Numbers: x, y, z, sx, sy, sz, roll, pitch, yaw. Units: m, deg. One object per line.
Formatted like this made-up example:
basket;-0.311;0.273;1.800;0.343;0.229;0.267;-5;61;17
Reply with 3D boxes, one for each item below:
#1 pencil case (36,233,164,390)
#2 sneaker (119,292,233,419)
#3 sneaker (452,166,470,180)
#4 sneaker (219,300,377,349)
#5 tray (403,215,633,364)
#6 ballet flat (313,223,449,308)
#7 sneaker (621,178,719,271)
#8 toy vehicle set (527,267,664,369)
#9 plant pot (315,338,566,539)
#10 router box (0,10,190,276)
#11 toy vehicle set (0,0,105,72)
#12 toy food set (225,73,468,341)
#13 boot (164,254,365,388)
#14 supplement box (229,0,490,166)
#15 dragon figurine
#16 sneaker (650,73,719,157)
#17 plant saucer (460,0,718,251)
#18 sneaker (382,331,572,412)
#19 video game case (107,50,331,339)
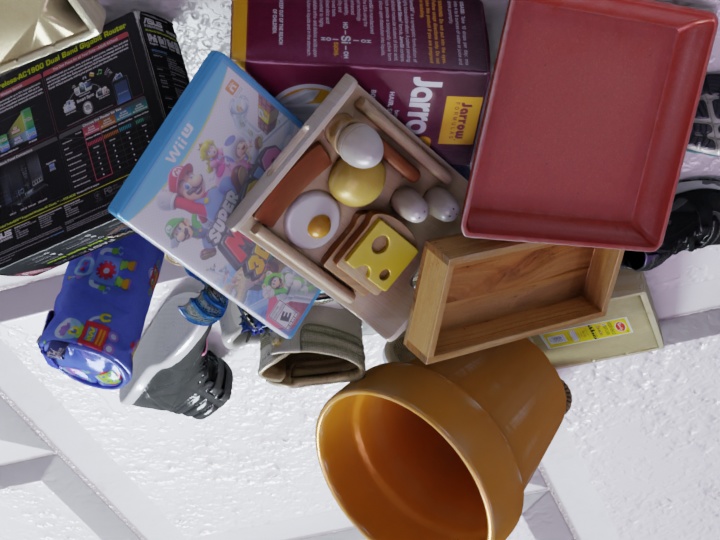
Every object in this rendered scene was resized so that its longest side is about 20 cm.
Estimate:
pencil case;-0.216;0.004;1.312;0.087;0.200;0.078;10;151;4
sneaker;-0.162;0.086;1.522;0.099;0.071;0.200;15;144;-23
sneaker;-0.009;-0.078;1.319;0.199;0.081;0.115;-3;174;-27
sneaker;-0.042;0.054;1.469;0.199;0.087;0.075;0;140;-4
tray;0.131;0.007;1.258;0.200;0.037;0.099;-13;127;-35
ballet flat;0.000;0.000;1.312;0.200;0.068;0.075;-11;147;21
sneaker;0.269;-0.031;1.370;0.199;0.088;0.076;5;141;-8
toy vehicle set;0.221;0.050;1.468;0.124;0.027;0.200;-12;159;12
plant pot;0.091;0.149;1.412;0.200;0.183;0.201;25;133;30
router box;-0.223;-0.097;1.216;0.200;0.150;0.062;-21;169;22
toy vehicle set;-0.293;-0.233;1.120;0.124;0.027;0.200;-16;134;19
toy food set;0.007;-0.042;1.174;0.144;0.060;0.200;-51;130;2
boot;-0.088;0.025;1.373;0.199;0.155;0.072;7;144;-4
supplement box;-0.005;-0.152;1.210;0.199;0.086;0.110;2;141;-5
dragon figurine;-0.116;0.007;1.230;0.059;0.100;0.200;-21;164;23
sneaker;0.333;-0.111;1.289;0.199;0.078;0.080;7;153;-9
plant saucer;0.174;-0.120;1.203;0.199;0.037;0.201;4;105;-29
sneaker;0.107;0.129;1.580;0.200;0.071;0.113;19;149;-7
video game case;-0.083;-0.053;1.169;0.018;0.143;0.200;23;168;49
